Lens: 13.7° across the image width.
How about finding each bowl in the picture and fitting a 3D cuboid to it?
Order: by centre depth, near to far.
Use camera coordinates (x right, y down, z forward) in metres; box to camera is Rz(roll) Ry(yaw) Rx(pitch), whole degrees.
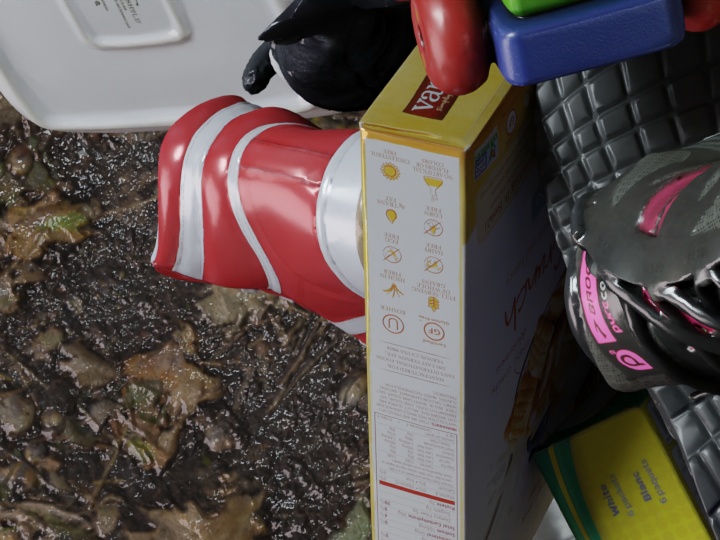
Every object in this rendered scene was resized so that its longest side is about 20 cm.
[{"bbox_3d":[-0.081,-0.124,1.123,0.200,0.199,0.075,64,-148,-43],"label":"bowl"}]

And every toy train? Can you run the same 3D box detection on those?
[{"bbox_3d":[0.035,-0.140,0.846,0.200,0.084,0.116,-113,10,-61],"label":"toy train"}]

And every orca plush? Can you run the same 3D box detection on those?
[{"bbox_3d":[0.020,-0.079,0.988,0.071,0.105,0.200,44,176,-3],"label":"orca plush"}]

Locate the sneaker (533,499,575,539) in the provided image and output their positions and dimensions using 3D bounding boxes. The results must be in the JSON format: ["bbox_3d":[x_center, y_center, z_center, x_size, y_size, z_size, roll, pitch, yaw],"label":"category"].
[{"bbox_3d":[0.102,0.138,1.030,0.091,0.076,0.201,25,-141,-64],"label":"sneaker"}]

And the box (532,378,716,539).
[{"bbox_3d":[0.137,0.122,0.995,0.201,0.048,0.117,61,-153,-3],"label":"box"}]

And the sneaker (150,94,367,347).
[{"bbox_3d":[0.000,0.000,1.054,0.112,0.071,0.200,14,160,30],"label":"sneaker"}]

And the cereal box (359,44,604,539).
[{"bbox_3d":[0.045,0.000,0.941,0.144,0.039,0.201,-56,-28,-45],"label":"cereal box"}]

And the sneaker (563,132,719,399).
[{"bbox_3d":[0.091,0.005,0.684,0.200,0.083,0.077,-87,-28,-89],"label":"sneaker"}]

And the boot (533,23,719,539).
[{"bbox_3d":[0.107,0.010,0.909,0.132,0.069,0.201,-20,-87,-82],"label":"boot"}]
